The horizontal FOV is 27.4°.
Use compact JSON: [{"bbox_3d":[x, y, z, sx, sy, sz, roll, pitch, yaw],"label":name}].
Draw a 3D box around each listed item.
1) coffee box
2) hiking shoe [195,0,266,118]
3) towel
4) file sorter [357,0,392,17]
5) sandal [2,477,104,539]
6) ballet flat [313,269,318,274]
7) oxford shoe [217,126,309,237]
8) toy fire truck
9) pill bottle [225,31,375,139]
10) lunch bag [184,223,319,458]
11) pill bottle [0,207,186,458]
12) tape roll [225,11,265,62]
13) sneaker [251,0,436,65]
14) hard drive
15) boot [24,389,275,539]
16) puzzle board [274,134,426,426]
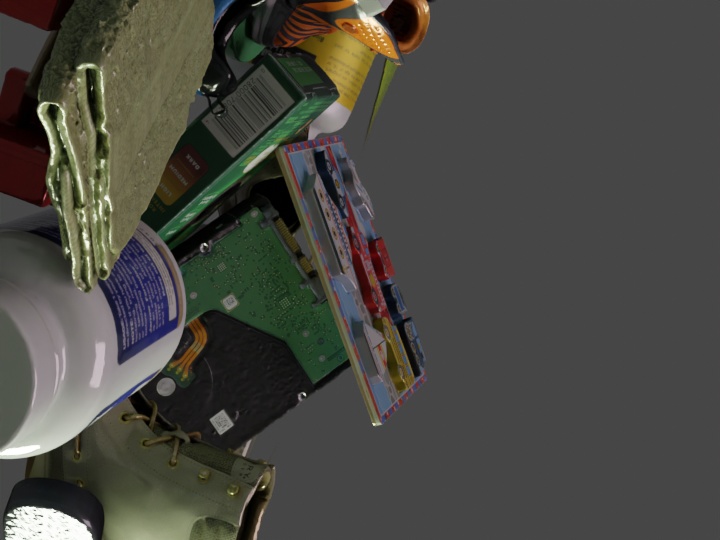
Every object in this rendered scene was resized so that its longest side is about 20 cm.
[{"bbox_3d":[-0.108,-0.067,0.999,0.200,0.044,0.123,-41,179,13],"label":"coffee box"},{"bbox_3d":[-0.081,-0.201,0.902,0.074,0.087,0.200,-34,147,-79],"label":"hiking shoe"},{"bbox_3d":[-0.112,-0.103,0.732,0.148,0.036,0.200,98,7,-49],"label":"towel"},{"bbox_3d":[0.024,-0.282,0.860,0.124,0.200,0.139,-20,-157,30],"label":"file sorter"},{"bbox_3d":[-0.192,0.186,0.919,0.043,0.076,0.200,-80,-168,-44],"label":"sandal"},{"bbox_3d":[-0.045,0.030,1.196,0.200,0.057,0.067,-178,-83,-68],"label":"ballet flat"},{"bbox_3d":[-0.075,-0.047,1.138,0.200,0.070,0.075,99,-14,-59],"label":"oxford shoe"},{"bbox_3d":[-0.155,-0.109,0.779,0.200,0.049,0.141,-53,163,-71],"label":"toy fire truck"},{"bbox_3d":[-0.045,-0.179,1.194,0.111,0.111,0.200,17,96,-84],"label":"pill bottle"},{"bbox_3d":[-0.135,0.055,1.146,0.200,0.117,0.164,8,-106,64],"label":"lunch bag"},{"bbox_3d":[-0.176,0.033,0.784,0.200,0.120,0.120,-42,154,-77],"label":"pill bottle"},{"bbox_3d":[-0.068,-0.249,1.043,0.200,0.048,0.201,23,90,-83],"label":"tape roll"},{"bbox_3d":[-0.011,-0.174,1.009,0.200,0.112,0.078,-158,-87,-89],"label":"sneaker"},{"bbox_3d":[-0.113,0.058,1.017,0.200,0.140,0.038,-36,-160,-10],"label":"hard drive"},{"bbox_3d":[-0.127,0.100,0.921,0.072,0.154,0.200,-30,130,-68],"label":"boot"},{"bbox_3d":[0.000,0.000,1.062,0.151,0.017,0.200,-31,101,-74],"label":"puzzle board"}]
